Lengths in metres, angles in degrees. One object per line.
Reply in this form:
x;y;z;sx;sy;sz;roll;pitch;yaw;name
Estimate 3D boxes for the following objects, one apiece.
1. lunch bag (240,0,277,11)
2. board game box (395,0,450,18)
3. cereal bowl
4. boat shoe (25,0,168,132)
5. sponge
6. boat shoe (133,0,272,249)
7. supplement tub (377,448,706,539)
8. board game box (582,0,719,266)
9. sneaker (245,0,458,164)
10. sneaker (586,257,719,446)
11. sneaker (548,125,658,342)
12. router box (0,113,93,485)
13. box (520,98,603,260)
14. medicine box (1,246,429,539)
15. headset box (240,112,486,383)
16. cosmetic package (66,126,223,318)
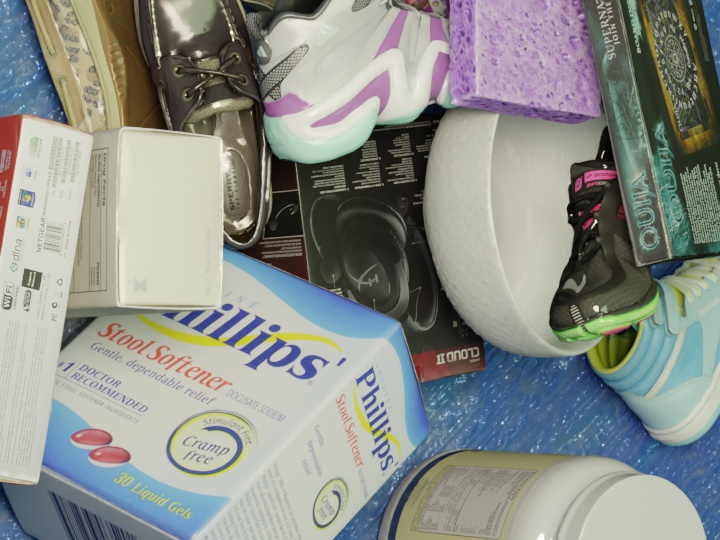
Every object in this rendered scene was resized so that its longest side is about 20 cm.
-0.060;-0.270;1.588;0.164;0.117;0.201;23;79;-41;lunch bag
0.081;-0.191;1.645;0.200;0.032;0.120;-28;116;-34;board game box
0.100;-0.038;1.629;0.200;0.083;0.201;14;73;-56;cereal bowl
-0.164;-0.120;1.546;0.073;0.063;0.201;-32;112;-61;boat shoe
0.105;-0.197;1.550;0.111;0.030;0.201;8;79;-39;sponge
-0.091;-0.108;1.523;0.072;0.065;0.201;-14;108;-11;boat shoe
0.122;0.195;1.659;0.145;0.200;0.145;1;88;-38;supplement tub
0.196;-0.105;1.576;0.135;0.028;0.201;-5;83;-58;board game box
0.014;-0.163;1.529;0.200;0.078;0.140;-28;113;-35;sneaker
0.239;0.017;1.833;0.130;0.079;0.200;38;66;-32;sneaker
0.155;-0.025;1.580;0.084;0.077;0.200;59;30;-26;sneaker
-0.233;0.019;1.405;0.049;0.179;0.201;14;79;-37;router box
0.126;-0.103;1.754;0.100;0.075;0.201;-12;98;-36;box
-0.092;0.097;1.495;0.200;0.182;0.103;-46;140;-29;medicine box
0.000;0.000;1.649;0.149;0.077;0.201;-10;95;-39;headset box
-0.164;-0.024;1.446;0.073;0.200;0.104;3;87;-37;cosmetic package
